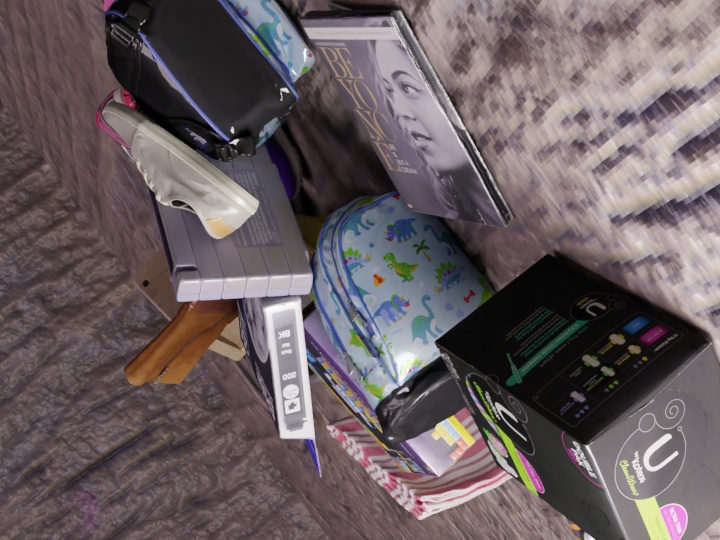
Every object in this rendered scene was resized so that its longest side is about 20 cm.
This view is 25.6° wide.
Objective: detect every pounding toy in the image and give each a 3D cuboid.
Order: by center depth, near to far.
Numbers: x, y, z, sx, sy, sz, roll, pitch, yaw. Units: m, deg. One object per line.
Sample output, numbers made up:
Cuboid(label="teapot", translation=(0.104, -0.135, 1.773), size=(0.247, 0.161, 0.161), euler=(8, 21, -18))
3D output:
Cuboid(label="pounding toy", translation=(-0.168, 0.006, 1.875), size=(0.142, 0.184, 0.200), euler=(44, -177, 23))

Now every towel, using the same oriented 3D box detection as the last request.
Cuboid(label="towel", translation=(0.073, 0.187, 1.721), size=(0.200, 0.146, 0.030), euler=(38, 141, 49))

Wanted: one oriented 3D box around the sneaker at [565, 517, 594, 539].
Cuboid(label="sneaker", translation=(0.212, 0.210, 1.475), size=(0.200, 0.077, 0.112), euler=(67, 168, -10))

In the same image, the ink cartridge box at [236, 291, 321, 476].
Cuboid(label="ink cartridge box", translation=(-0.086, 0.072, 1.551), size=(0.198, 0.043, 0.200), euler=(-119, 20, -60))

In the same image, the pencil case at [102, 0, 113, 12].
Cuboid(label="pencil case", translation=(-0.250, -0.283, 1.748), size=(0.093, 0.091, 0.200), euler=(12, 152, 12))

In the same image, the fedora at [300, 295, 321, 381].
Cuboid(label="fedora", translation=(-0.086, 0.053, 2.022), size=(0.200, 0.090, 0.177), euler=(18, 145, 54))

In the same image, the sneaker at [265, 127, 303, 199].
Cuboid(label="sneaker", translation=(-0.133, -0.138, 1.679), size=(0.070, 0.099, 0.200), euler=(43, 163, 44))

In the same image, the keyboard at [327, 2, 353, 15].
Cuboid(label="keyboard", translation=(0.029, -0.137, 1.332), size=(0.200, 0.011, 0.056), euler=(60, 165, -24))

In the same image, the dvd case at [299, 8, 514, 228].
Cuboid(label="dvd case", translation=(0.036, -0.124, 1.291), size=(0.149, 0.016, 0.200), euler=(15, 140, 59))

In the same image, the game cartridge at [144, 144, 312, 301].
Cuboid(label="game cartridge", translation=(-0.125, -0.047, 1.478), size=(0.200, 0.129, 0.038), euler=(-111, 29, -46))

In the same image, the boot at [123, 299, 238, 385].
Cuboid(label="boot", translation=(-0.143, 0.054, 1.725), size=(0.068, 0.200, 0.188), euler=(43, -161, 19))

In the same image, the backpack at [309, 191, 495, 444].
Cuboid(label="backpack", translation=(0.039, 0.026, 1.438), size=(0.200, 0.163, 0.154), euler=(53, 160, 29))

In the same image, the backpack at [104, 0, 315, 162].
Cuboid(label="backpack", translation=(-0.137, -0.194, 1.449), size=(0.183, 0.147, 0.200), euler=(48, 168, -6))

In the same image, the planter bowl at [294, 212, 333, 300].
Cuboid(label="planter bowl", translation=(0.000, 0.000, 1.600), size=(0.200, 0.083, 0.200), euler=(45, 168, 13))

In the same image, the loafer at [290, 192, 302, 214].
Cuboid(label="loafer", translation=(-0.138, -0.126, 1.792), size=(0.200, 0.070, 0.075), euler=(56, 166, -12))

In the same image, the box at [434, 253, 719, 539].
Cuboid(label="box", translation=(0.177, 0.105, 1.191), size=(0.200, 0.124, 0.149), euler=(33, 156, 54))

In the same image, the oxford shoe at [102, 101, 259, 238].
Cuboid(label="oxford shoe", translation=(-0.176, -0.093, 1.451), size=(0.200, 0.058, 0.075), euler=(37, -178, 30))

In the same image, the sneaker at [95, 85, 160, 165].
Cuboid(label="sneaker", translation=(-0.180, -0.112, 1.601), size=(0.075, 0.081, 0.200), euler=(-21, 119, 38))

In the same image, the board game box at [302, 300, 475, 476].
Cuboid(label="board game box", translation=(0.013, 0.114, 1.579), size=(0.200, 0.057, 0.165), euler=(48, 170, -2))
